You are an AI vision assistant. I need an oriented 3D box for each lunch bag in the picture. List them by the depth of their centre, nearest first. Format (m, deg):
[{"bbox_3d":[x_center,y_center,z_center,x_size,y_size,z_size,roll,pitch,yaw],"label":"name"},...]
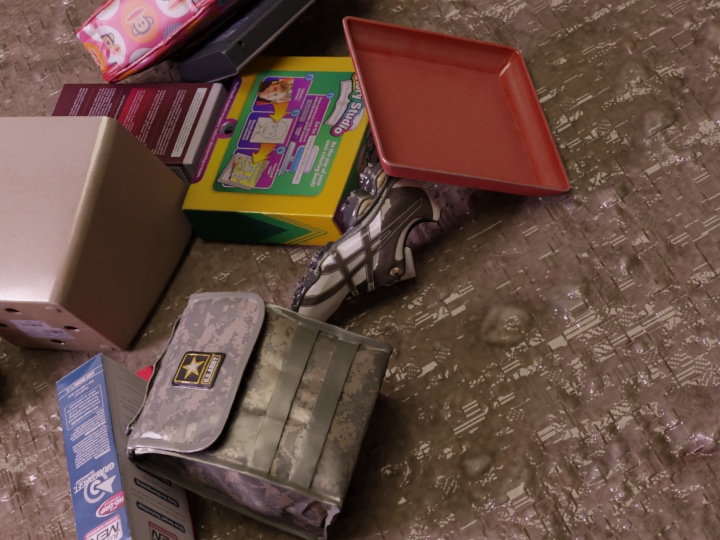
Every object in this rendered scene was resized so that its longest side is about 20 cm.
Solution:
[{"bbox_3d":[-0.091,0.118,1.595,0.198,0.118,0.165,19,61,2],"label":"lunch bag"},{"bbox_3d":[-0.189,-0.285,1.941,0.199,0.082,0.176,-31,5,27],"label":"lunch bag"}]

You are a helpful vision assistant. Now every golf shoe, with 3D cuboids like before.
[{"bbox_3d":[0.000,0.000,1.707,0.094,0.078,0.201,32,97,-2],"label":"golf shoe"}]

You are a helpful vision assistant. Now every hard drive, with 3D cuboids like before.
[{"bbox_3d":[-0.093,-0.272,1.919,0.200,0.033,0.139,-45,16,-20],"label":"hard drive"}]

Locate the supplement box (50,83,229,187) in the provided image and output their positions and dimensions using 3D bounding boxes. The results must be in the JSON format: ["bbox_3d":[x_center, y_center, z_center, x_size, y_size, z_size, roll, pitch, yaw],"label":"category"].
[{"bbox_3d":[-0.235,-0.138,1.924,0.198,0.061,0.110,3,57,25],"label":"supplement box"}]

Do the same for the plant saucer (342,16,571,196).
[{"bbox_3d":[0.084,-0.148,1.744,0.198,0.037,0.201,7,45,-24],"label":"plant saucer"}]

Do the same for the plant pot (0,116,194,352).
[{"bbox_3d":[-0.297,-0.027,1.794,0.198,0.200,0.179,1,67,25],"label":"plant pot"}]

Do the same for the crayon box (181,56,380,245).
[{"bbox_3d":[-0.064,-0.122,1.838,0.171,0.058,0.201,4,57,25],"label":"crayon box"}]

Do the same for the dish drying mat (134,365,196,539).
[{"bbox_3d":[-0.203,0.183,1.705,0.076,0.018,0.201,-26,51,8],"label":"dish drying mat"}]

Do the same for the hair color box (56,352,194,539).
[{"bbox_3d":[-0.207,0.183,1.624,0.060,0.100,0.201,-32,48,19],"label":"hair color box"}]
